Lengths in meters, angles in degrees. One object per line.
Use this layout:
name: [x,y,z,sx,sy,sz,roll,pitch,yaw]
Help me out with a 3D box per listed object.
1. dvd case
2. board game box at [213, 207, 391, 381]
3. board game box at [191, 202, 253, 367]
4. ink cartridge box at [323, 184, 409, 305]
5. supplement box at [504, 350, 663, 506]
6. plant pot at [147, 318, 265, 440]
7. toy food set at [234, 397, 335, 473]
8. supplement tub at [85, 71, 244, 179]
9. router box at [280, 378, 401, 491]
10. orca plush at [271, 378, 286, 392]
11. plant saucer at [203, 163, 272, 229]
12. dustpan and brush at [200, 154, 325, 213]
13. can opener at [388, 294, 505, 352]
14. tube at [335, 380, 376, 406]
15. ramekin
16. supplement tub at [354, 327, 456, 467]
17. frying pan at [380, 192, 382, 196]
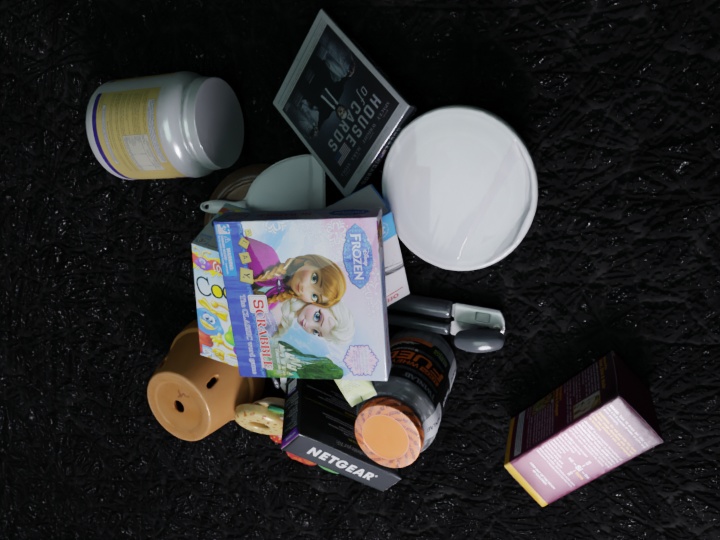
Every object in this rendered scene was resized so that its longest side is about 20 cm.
dvd case: [-0.030,-0.222,0.724,0.202,0.024,0.151,53,123,22]
board game box: [-0.064,0.031,0.643,0.192,0.041,0.207,-1,111,11]
board game box: [-0.167,0.029,0.768,0.101,0.104,0.205,15,128,7]
ink cartridge box: [0.000,0.000,0.744,0.113,0.068,0.203,-27,137,-8]
supplement box: [0.306,0.224,0.758,0.086,0.111,0.200,43,120,-1]
plant pot: [-0.292,0.209,0.983,0.193,0.140,0.207,9,115,19]
toy food set: [-0.115,0.289,0.951,0.193,0.049,0.202,-3,135,35]
supplement tub: [-0.288,-0.214,0.804,0.193,0.146,0.151,3,113,21]
router box: [-0.027,0.232,0.834,0.197,0.152,0.051,32,123,-26]
orca plush: [-0.116,0.171,0.936,0.070,0.105,0.204,-29,97,-3]
plant saucer: [-0.156,-0.062,0.836,0.192,0.034,0.209,0,95,6]
dustpan and brush: [-0.146,-0.096,0.794,0.192,0.057,0.145,0,94,-1]
can opener: [0.117,0.076,0.800,0.193,0.067,0.055,9,114,19]
tube: [-0.045,0.085,0.725,0.051,0.058,0.204,-31,81,5]
ramekin: [0.132,-0.112,0.701,0.195,0.094,0.210,8,114,19]
supplement tub: [0.067,0.180,0.787,0.118,0.200,0.127,8,115,17]
frying pan: [0.002,-0.037,0.804,0.188,0.116,0.031,-39,57,-6]
